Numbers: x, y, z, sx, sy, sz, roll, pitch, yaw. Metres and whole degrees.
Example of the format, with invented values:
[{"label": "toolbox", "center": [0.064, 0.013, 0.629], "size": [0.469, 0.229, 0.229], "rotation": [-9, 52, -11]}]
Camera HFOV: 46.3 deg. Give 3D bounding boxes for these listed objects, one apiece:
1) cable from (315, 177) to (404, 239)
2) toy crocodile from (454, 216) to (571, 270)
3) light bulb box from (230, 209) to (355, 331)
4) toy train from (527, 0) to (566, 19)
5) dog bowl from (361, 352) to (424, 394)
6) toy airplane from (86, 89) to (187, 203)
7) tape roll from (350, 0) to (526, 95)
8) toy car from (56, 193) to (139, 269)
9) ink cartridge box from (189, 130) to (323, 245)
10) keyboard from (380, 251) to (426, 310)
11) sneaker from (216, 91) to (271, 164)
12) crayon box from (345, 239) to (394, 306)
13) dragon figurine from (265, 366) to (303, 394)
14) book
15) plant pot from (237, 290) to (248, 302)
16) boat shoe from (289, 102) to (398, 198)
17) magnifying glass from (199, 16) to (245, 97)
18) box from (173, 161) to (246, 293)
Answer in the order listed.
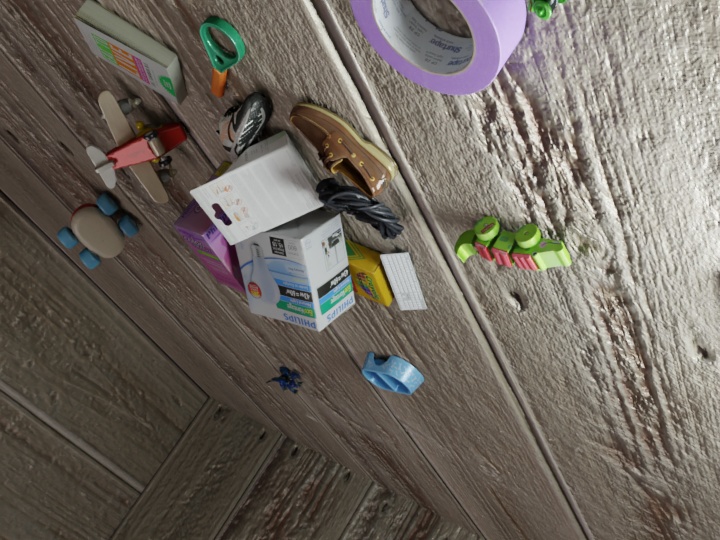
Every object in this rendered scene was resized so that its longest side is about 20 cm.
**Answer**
[{"label": "cable", "center": [0.000, -0.100, 1.443], "size": [0.162, 0.051, 0.200], "rotation": [34, 175, -16]}, {"label": "toy crocodile", "center": [0.230, -0.033, 1.289], "size": [0.198, 0.062, 0.068], "rotation": [14, 151, 42]}, {"label": "light bulb box", "center": [-0.132, -0.010, 1.667], "size": [0.196, 0.124, 0.203], "rotation": [11, 123, 37]}, {"label": "toy train", "center": [0.180, -0.321, 0.797], "size": [0.056, 0.042, 0.201], "rotation": [39, 161, 19]}, {"label": "dog bowl", "center": [0.077, 0.267, 2.163], "size": [0.112, 0.050, 0.199], "rotation": [46, 156, -26]}, {"label": "toy airplane", "center": [-0.466, -0.257, 1.759], "size": [0.197, 0.142, 0.202], "rotation": [23, 126, -3]}, {"label": "tape roll", "center": [0.085, -0.296, 0.953], "size": [0.198, 0.066, 0.201], "rotation": [31, 159, 13]}, {"label": "toy car", "center": [-0.779, -0.144, 2.492], "size": [0.177, 0.184, 0.200], "rotation": [50, -177, -34]}, {"label": "ink cartridge box", "center": [-0.187, -0.145, 1.532], "size": [0.197, 0.051, 0.162], "rotation": [-21, 137, 11]}, {"label": "keyboard", "center": [0.086, 0.024, 1.659], "size": [0.055, 0.011, 0.201], "rotation": [-8, 144, 11]}, {"label": "sneaker", "center": [-0.213, -0.258, 1.474], "size": [0.080, 0.073, 0.200], "rotation": [51, 152, 3]}, {"label": "crayon box", "center": [0.000, 0.000, 1.719], "size": [0.198, 0.051, 0.128], "rotation": [22, 154, 31]}, {"label": "dragon figurine", "center": [-0.261, 0.368, 2.867], "size": [0.198, 0.059, 0.100], "rotation": [14, 150, 43]}, {"label": "book", "center": [-0.413, -0.393, 1.536], "size": [0.198, 0.048, 0.134], "rotation": [31, 162, 8]}, {"label": "plant pot", "center": [-0.211, 0.017, 1.957], "size": [0.198, 0.135, 0.201], "rotation": [29, 158, 13]}, {"label": "boat shoe", "center": [-0.035, -0.192, 1.344], "size": [0.199, 0.068, 0.072], "rotation": [36, 159, -1]}, {"label": "magnifying glass", "center": [-0.231, -0.345, 1.386], "size": [0.079, 0.023, 0.200], "rotation": [35, 160, 1]}, {"label": "box", "center": [-0.260, -0.088, 1.753], "size": [0.096, 0.177, 0.201], "rotation": [18, 153, 36]}]
